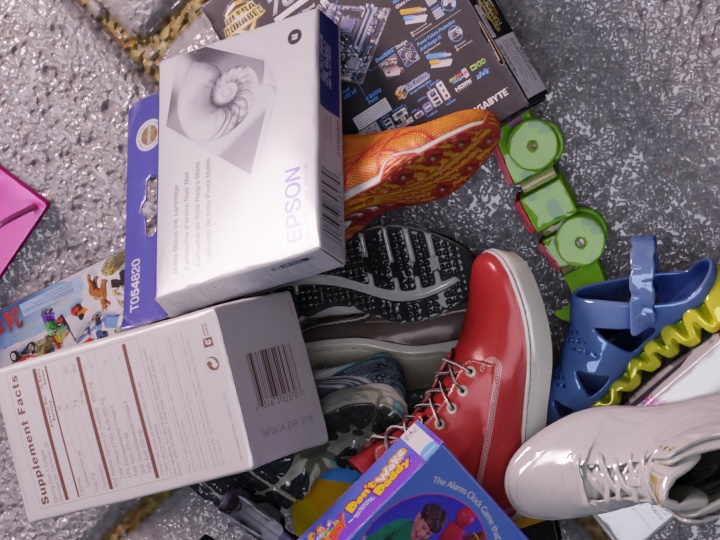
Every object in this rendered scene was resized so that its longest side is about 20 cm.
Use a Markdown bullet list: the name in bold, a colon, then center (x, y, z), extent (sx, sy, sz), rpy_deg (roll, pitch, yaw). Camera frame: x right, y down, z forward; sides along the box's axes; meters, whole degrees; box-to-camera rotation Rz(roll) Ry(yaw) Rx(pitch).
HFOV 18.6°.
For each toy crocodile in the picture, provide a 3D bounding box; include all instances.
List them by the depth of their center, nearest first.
- **toy crocodile**: center (0.138, -0.057, 1.657), extent (0.061, 0.068, 0.201), rpy_deg (-25, 95, 11)

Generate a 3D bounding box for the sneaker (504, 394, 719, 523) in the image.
- **sneaker**: center (0.190, 0.135, 1.507), extent (0.198, 0.116, 0.074), rpy_deg (-17, 98, 11)

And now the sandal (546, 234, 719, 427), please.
- **sandal**: center (0.183, 0.044, 1.613), extent (0.087, 0.080, 0.200), rpy_deg (43, 109, -13)

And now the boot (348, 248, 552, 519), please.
- **boot**: center (0.060, 0.088, 1.576), extent (0.143, 0.072, 0.202), rpy_deg (-5, 101, -24)

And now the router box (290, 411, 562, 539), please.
- **router box**: center (0.049, 0.185, 1.681), extent (0.198, 0.051, 0.151), rpy_deg (-15, 70, 10)

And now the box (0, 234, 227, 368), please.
- **box**: center (-0.187, 0.063, 1.694), extent (0.199, 0.038, 0.138), rpy_deg (-24, 86, 28)

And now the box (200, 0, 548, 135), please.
- **box**: center (0.008, -0.163, 1.633), extent (0.199, 0.050, 0.200), rpy_deg (-32, 87, 28)

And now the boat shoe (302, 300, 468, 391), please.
- **boat shoe**: center (0.043, 0.052, 1.689), extent (0.198, 0.072, 0.060), rpy_deg (-4, 56, 19)

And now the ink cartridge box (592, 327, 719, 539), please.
- **ink cartridge box**: center (0.247, 0.103, 1.627), extent (0.200, 0.148, 0.086), rpy_deg (-39, 92, 10)

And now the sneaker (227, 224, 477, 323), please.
- **sneaker**: center (0.000, 0.000, 1.663), extent (0.198, 0.080, 0.075), rpy_deg (-2, 98, 22)

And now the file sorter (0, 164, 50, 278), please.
- **file sorter**: center (-0.370, -0.048, 1.694), extent (0.199, 0.125, 0.139), rpy_deg (37, 101, 1)

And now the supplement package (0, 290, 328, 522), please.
- **supplement package**: center (-0.145, 0.098, 1.590), extent (0.199, 0.117, 0.118), rpy_deg (-15, 89, 28)

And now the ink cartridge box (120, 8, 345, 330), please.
- **ink cartridge box**: center (-0.103, -0.073, 1.603), extent (0.199, 0.041, 0.201), rpy_deg (-18, 60, 28)

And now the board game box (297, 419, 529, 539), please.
- **board game box**: center (0.058, 0.222, 1.556), extent (0.134, 0.045, 0.200), rpy_deg (-44, 119, -5)

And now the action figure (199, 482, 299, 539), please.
- **action figure**: center (-0.027, 0.238, 1.617), extent (0.199, 0.069, 0.131), rpy_deg (28, 85, 5)

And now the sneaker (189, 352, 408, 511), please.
- **sneaker**: center (-0.047, 0.121, 1.671), extent (0.199, 0.087, 0.078), rpy_deg (-19, 122, 24)

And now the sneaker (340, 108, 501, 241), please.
- **sneaker**: center (0.008, -0.076, 1.591), extent (0.199, 0.073, 0.078), rpy_deg (-24, 60, 17)
